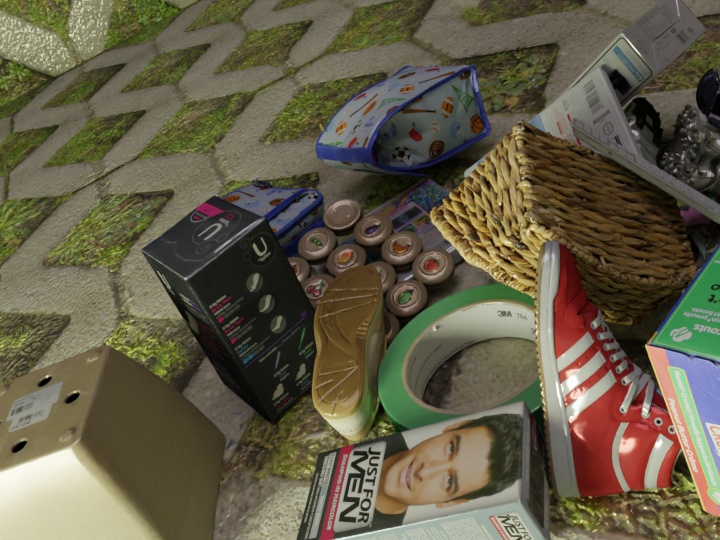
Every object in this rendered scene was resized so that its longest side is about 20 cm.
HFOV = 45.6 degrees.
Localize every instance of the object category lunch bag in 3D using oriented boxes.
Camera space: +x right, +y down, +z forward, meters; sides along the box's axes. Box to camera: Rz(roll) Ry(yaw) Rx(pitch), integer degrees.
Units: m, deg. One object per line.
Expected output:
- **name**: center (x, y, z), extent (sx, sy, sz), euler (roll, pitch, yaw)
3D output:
- **lunch bag**: center (-0.135, -0.053, 1.129), extent (0.158, 0.077, 0.200), euler (6, 30, 28)
- **lunch bag**: center (0.052, -0.195, 1.184), extent (0.198, 0.126, 0.169), euler (-30, 22, -23)

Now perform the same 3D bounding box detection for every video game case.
- **video game case**: center (0.044, -0.030, 1.058), extent (0.198, 0.024, 0.182), euler (-32, 32, -7)
- **video game case**: center (0.205, -0.109, 0.937), extent (0.199, 0.018, 0.145), euler (-37, 46, 32)

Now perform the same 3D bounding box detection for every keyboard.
- **keyboard**: center (0.276, -0.082, 0.773), extent (0.011, 0.198, 0.056), euler (-60, -5, 27)

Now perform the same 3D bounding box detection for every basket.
- **basket**: center (0.182, -0.014, 0.782), extent (0.149, 0.197, 0.145), euler (-45, 38, 45)

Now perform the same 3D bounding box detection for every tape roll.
- **tape roll**: center (0.115, 0.094, 0.804), extent (0.197, 0.049, 0.202), euler (-19, 32, 13)

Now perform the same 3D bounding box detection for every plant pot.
- **plant pot**: center (-0.263, 0.195, 0.811), extent (0.197, 0.179, 0.201), euler (-20, 33, 10)

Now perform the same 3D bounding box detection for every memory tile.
- **memory tile**: center (0.000, 0.000, 0.990), extent (0.199, 0.017, 0.153), euler (30, 67, 36)

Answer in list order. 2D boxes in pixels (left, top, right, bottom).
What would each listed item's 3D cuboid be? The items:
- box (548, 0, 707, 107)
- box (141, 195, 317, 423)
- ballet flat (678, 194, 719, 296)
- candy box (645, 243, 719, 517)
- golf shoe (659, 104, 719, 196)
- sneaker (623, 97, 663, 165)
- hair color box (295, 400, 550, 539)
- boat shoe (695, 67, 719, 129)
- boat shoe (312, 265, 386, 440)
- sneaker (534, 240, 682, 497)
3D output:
- **box**: center (0.294, -0.219, 1.001), extent (0.116, 0.060, 0.200), euler (-39, -5, -28)
- **box**: center (-0.124, 0.039, 0.910), extent (0.106, 0.202, 0.122), euler (-39, 34, -21)
- **ballet flat**: center (0.322, -0.004, 0.784), extent (0.070, 0.069, 0.201), euler (-30, 24, 19)
- **candy box**: center (0.300, 0.056, 0.608), extent (0.076, 0.171, 0.200), euler (9, 45, 47)
- **golf shoe**: center (0.380, -0.117, 0.908), extent (0.096, 0.079, 0.201), euler (17, 25, 1)
- **sneaker**: center (0.283, -0.103, 0.947), extent (0.090, 0.066, 0.202), euler (-32, 28, 43)
- **hair color box**: center (0.051, 0.182, 0.690), extent (0.197, 0.061, 0.100), euler (-19, 32, 25)
- **boat shoe**: center (0.426, -0.143, 0.830), extent (0.197, 0.076, 0.093), euler (16, 26, 16)
- **boat shoe**: center (-0.008, 0.083, 0.880), extent (0.072, 0.070, 0.202), euler (-7, 44, 18)
- **sneaker**: center (0.194, 0.074, 0.658), extent (0.110, 0.204, 0.071), euler (-5, 8, 21)
